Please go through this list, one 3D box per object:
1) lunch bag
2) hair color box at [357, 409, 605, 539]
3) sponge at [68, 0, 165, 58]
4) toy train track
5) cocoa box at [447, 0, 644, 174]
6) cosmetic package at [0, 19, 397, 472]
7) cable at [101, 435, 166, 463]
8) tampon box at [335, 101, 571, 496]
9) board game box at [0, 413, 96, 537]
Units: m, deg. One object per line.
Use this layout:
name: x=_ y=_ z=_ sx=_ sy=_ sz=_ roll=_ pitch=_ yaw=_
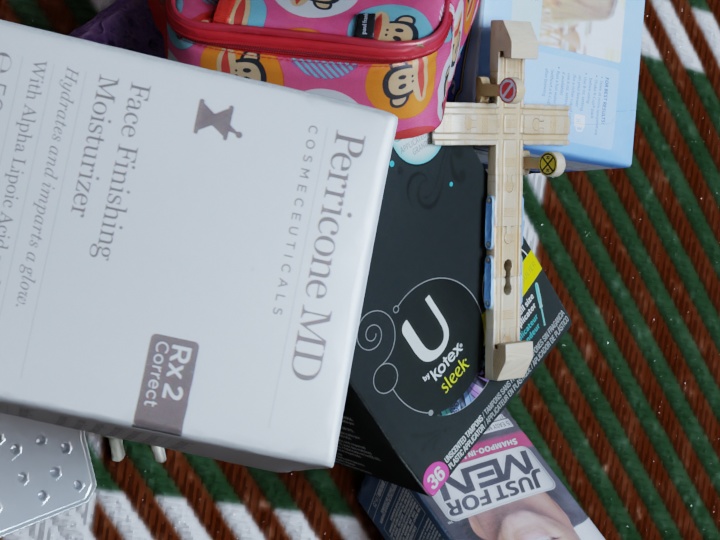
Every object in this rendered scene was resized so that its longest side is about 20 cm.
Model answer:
lunch bag: x=-0.027 y=-0.150 z=1.088 sx=0.201 sy=0.174 sz=0.083 roll=-73 pitch=166 yaw=-51
hair color box: x=0.093 y=0.179 z=1.217 sx=0.099 sy=0.200 sz=0.061 roll=-13 pitch=141 yaw=-33
sponge: x=-0.097 y=-0.120 z=1.178 sx=0.200 sy=0.030 sz=0.112 roll=-39 pitch=112 yaw=-29
toy train track: x=0.090 y=-0.039 z=1.136 sx=0.114 sy=0.032 sz=0.202 roll=-4 pitch=97 yaw=-44
cocoa box: x=0.087 y=-0.167 z=1.240 sx=0.132 sy=0.131 sz=0.202 roll=7 pitch=86 yaw=-35
cosmetic package: x=-0.103 y=-0.004 z=0.954 sx=0.198 sy=0.165 sz=0.167 roll=12 pitch=82 yaw=-8
cable: x=-0.134 y=0.010 z=1.124 sx=0.050 sy=0.096 sz=0.201 roll=-75 pitch=144 yaw=-65
tampon box: x=0.000 y=0.000 z=1.170 sx=0.150 sy=0.126 sz=0.201 roll=-49 pitch=124 yaw=-23
board game box: x=-0.243 y=0.050 z=1.010 sx=0.199 sy=0.026 sz=0.202 roll=-19 pitch=101 yaw=-35
